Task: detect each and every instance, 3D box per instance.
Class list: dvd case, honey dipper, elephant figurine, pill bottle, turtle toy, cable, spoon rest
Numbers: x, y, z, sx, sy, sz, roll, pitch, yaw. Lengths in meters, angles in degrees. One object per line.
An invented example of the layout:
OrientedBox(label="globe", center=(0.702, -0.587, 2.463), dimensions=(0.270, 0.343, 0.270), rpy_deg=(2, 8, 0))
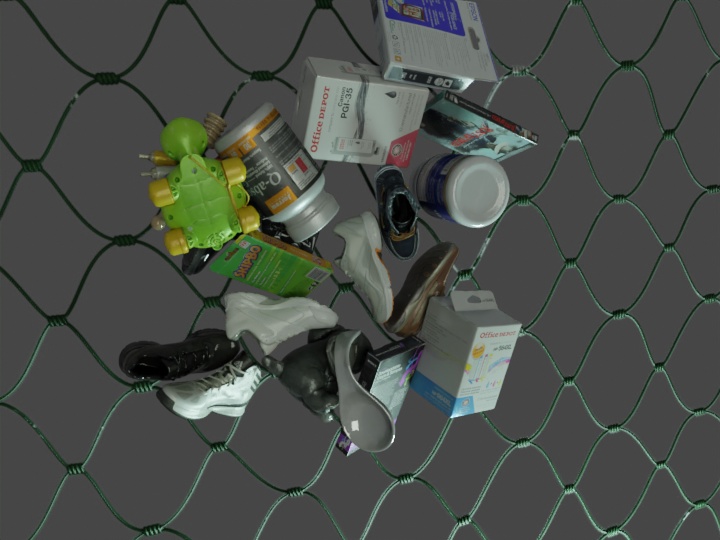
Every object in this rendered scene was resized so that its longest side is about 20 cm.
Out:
OrientedBox(label="dvd case", center=(0.191, -0.246, 1.243), dimensions=(0.197, 0.145, 0.022), rpy_deg=(18, 75, -23))
OrientedBox(label="honey dipper", center=(-0.271, -0.153, 1.101), dimensions=(0.038, 0.038, 0.202), rpy_deg=(32, 78, -22))
OrientedBox(label="elephant figurine", center=(-0.043, 0.150, 1.248), dimensions=(0.201, 0.141, 0.156), rpy_deg=(-49, 153, -14))
OrientedBox(label="pill bottle", center=(0.161, -0.143, 1.219), dimensions=(0.114, 0.200, 0.118), rpy_deg=(-3, 102, -18))
OrientedBox(label="turtle toy", center=(-0.238, -0.124, 1.044), dimensions=(0.143, 0.101, 0.203), rpy_deg=(-17, 114, -11))
OrientedBox(label="pill bottle", center=(-0.127, -0.151, 1.112), dimensions=(0.116, 0.116, 0.201), rpy_deg=(-40, 107, -9))
OrientedBox(label="cable", center=(-0.252, -0.159, 1.142), dimensions=(0.197, 0.050, 0.099), rpy_deg=(-15, 99, -16))
OrientedBox(label="spoon rest", center=(-0.003, 0.203, 1.156), dimensions=(0.060, 0.098, 0.203), rpy_deg=(-23, 98, -59))

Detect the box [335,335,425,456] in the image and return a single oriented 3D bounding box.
OrientedBox(label="box", center=(0.036, 0.220, 1.258), dimensions=(0.142, 0.036, 0.203), rpy_deg=(-13, 129, -52))

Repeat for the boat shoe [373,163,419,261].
OrientedBox(label="boat shoe", center=(0.067, -0.078, 1.224), dimensions=(0.070, 0.091, 0.202), rpy_deg=(-19, 129, -1))

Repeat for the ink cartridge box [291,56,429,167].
OrientedBox(label="ink cartridge box", center=(-0.004, -0.259, 1.175), dimensions=(0.196, 0.083, 0.148), rpy_deg=(1, 126, -21))

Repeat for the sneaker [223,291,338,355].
OrientedBox(label="sneaker", center=(-0.137, 0.095, 1.200), dimensions=(0.196, 0.078, 0.101), rpy_deg=(4, 76, -6))

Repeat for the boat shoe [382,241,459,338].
OrientedBox(label="boat shoe", center=(0.121, 0.038, 1.310), dimensions=(0.071, 0.076, 0.201), rpy_deg=(34, 94, -28))

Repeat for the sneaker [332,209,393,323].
OrientedBox(label="sneaker", center=(0.000, 0.000, 1.261), dimensions=(0.090, 0.076, 0.204), rpy_deg=(-14, 97, -9))

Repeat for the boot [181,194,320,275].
OrientedBox(label="boot", center=(-0.181, -0.040, 1.191), dimensions=(0.198, 0.066, 0.167), rpy_deg=(20, 106, -32))

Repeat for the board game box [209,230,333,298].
OrientedBox(label="board game box", center=(-0.145, -0.007, 1.164), dimensions=(0.095, 0.030, 0.199), rpy_deg=(-40, 142, 26))

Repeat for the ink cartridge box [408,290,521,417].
OrientedBox(label="ink cartridge box", center=(0.189, 0.139, 1.283), dimensions=(0.127, 0.125, 0.203), rpy_deg=(-1, 113, -40))

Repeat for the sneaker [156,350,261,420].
OrientedBox(label="sneaker", center=(-0.236, 0.175, 1.153), dimensions=(0.116, 0.075, 0.200), rpy_deg=(-57, 151, 9))

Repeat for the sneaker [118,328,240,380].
OrientedBox(label="sneaker", center=(-0.293, 0.148, 1.163), dimensions=(0.197, 0.091, 0.077), rpy_deg=(-11, 101, -19))

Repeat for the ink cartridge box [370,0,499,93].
OrientedBox(label="ink cartridge box", center=(0.120, -0.388, 1.185), dimensions=(0.196, 0.044, 0.201), rpy_deg=(5, 58, -18))
